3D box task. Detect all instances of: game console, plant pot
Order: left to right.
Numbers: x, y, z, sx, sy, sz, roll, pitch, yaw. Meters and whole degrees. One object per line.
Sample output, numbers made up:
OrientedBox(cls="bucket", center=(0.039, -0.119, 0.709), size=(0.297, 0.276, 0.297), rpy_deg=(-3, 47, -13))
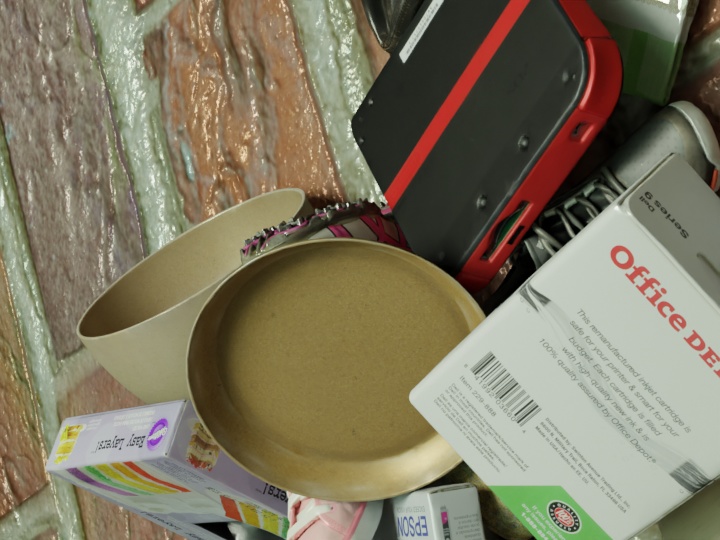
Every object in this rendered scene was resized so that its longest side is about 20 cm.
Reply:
OrientedBox(cls="plant pot", center=(-0.095, 0.048, 1.274), size=(0.200, 0.200, 0.135), rpy_deg=(-11, 115, 51))
OrientedBox(cls="plant pot", center=(-0.010, 0.060, 1.063), size=(0.028, 0.199, 0.201), rpy_deg=(-85, 17, -59))
OrientedBox(cls="game console", center=(0.074, -0.104, 1.052), size=(0.200, 0.031, 0.177), rpy_deg=(-56, 42, 33))

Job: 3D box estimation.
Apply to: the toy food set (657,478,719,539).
OrientedBox(cls="toy food set", center=(0.249, 0.139, 0.943), size=(0.200, 0.060, 0.144), rpy_deg=(-47, 46, 40))

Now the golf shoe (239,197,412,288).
OrientedBox(cls="golf shoe", center=(0.000, 0.000, 1.124), size=(0.072, 0.199, 0.093), rpy_deg=(-19, 84, 37))

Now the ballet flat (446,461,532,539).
OrientedBox(cls="ballet flat", center=(0.064, 0.110, 1.158), size=(0.200, 0.070, 0.071), rpy_deg=(48, 127, 38))

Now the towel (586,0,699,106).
OrientedBox(cls="towel", center=(0.155, -0.218, 1.033), size=(0.149, 0.031, 0.201), rpy_deg=(27, 115, 34))

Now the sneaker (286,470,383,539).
OrientedBox(cls="sneaker", center=(-0.033, 0.135, 1.160), size=(0.075, 0.104, 0.201), rpy_deg=(-43, 15, 41))

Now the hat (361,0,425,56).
OrientedBox(cls="hat", center=(0.047, -0.196, 1.143), size=(0.200, 0.081, 0.202), rpy_deg=(5, 97, 50))

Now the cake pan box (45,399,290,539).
OrientedBox(cls="cake pan box", center=(-0.114, 0.165, 1.288), size=(0.184, 0.199, 0.053), rpy_deg=(-9, 56, 50))

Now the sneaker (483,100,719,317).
OrientedBox(cls="sneaker", center=(0.144, -0.020, 1.032), size=(0.077, 0.081, 0.200), rpy_deg=(58, 133, 31))

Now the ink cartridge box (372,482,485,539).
OrientedBox(cls="ink cartridge box", center=(0.045, 0.250, 1.152), size=(0.196, 0.043, 0.202), rpy_deg=(150, 113, -71))

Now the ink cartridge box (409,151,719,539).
OrientedBox(cls="ink cartridge box", center=(0.146, 0.056, 0.932), size=(0.146, 0.084, 0.200), rpy_deg=(48, 131, 3))
